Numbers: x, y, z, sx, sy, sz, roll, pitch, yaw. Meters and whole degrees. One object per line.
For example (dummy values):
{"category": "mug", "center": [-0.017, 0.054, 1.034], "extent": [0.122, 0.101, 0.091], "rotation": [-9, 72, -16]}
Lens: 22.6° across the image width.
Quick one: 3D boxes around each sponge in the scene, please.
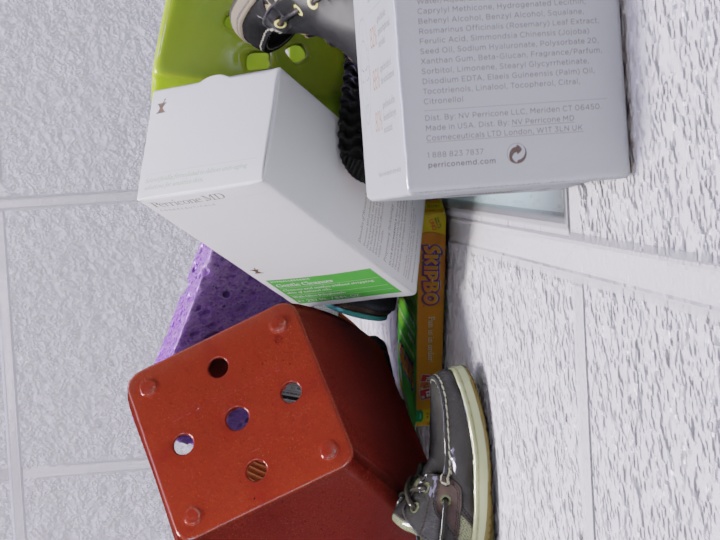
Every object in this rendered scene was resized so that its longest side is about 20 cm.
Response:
{"category": "sponge", "center": [-0.100, 0.048, 1.456], "extent": [0.030, 0.111, 0.202], "rotation": [31, 100, 55]}

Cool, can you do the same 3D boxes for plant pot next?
{"category": "plant pot", "center": [-0.049, -0.187, 1.326], "extent": [0.200, 0.179, 0.201], "rotation": [113, 169, -77]}
{"category": "plant pot", "center": [-0.064, 0.137, 1.306], "extent": [0.177, 0.198, 0.201], "rotation": [60, -175, -60]}

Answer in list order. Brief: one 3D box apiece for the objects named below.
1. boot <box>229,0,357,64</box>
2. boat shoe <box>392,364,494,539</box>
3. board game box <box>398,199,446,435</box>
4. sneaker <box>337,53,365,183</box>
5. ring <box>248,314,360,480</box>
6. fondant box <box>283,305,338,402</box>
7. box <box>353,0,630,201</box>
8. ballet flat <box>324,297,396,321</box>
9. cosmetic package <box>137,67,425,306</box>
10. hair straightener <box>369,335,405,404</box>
{"category": "boot", "center": [0.002, -0.145, 1.124], "extent": [0.151, 0.073, 0.200], "rotation": [48, 153, -1]}
{"category": "boat shoe", "center": [0.055, 0.167, 1.222], "extent": [0.072, 0.065, 0.204], "rotation": [-165, 71, -83]}
{"category": "board game box", "center": [0.046, 0.025, 1.389], "extent": [0.096, 0.030, 0.202], "rotation": [-104, 15, -61]}
{"category": "sneaker", "center": [0.036, -0.149, 1.219], "extent": [0.090, 0.069, 0.203], "rotation": [22, -106, -61]}
{"category": "ring", "center": [-0.066, 0.111, 1.676], "extent": [0.019, 0.198, 0.203], "rotation": [121, 146, -61]}
{"category": "fondant box", "center": [-0.054, 0.042, 1.576], "extent": [0.144, 0.058, 0.203], "rotation": [-172, 92, -83]}
{"category": "box", "center": [0.056, -0.138, 0.873], "extent": [0.152, 0.105, 0.203], "rotation": [-166, 72, -83]}
{"category": "ballet flat", "center": [0.000, 0.000, 1.396], "extent": [0.200, 0.072, 0.074], "rotation": [4, -97, -89]}
{"category": "cosmetic package", "center": [-0.049, -0.052, 1.226], "extent": [0.200, 0.107, 0.086], "rotation": [33, -123, -50]}
{"category": "hair straightener", "center": [0.018, 0.133, 1.605], "extent": [0.201, 0.040, 0.078], "rotation": [-111, 17, -51]}
